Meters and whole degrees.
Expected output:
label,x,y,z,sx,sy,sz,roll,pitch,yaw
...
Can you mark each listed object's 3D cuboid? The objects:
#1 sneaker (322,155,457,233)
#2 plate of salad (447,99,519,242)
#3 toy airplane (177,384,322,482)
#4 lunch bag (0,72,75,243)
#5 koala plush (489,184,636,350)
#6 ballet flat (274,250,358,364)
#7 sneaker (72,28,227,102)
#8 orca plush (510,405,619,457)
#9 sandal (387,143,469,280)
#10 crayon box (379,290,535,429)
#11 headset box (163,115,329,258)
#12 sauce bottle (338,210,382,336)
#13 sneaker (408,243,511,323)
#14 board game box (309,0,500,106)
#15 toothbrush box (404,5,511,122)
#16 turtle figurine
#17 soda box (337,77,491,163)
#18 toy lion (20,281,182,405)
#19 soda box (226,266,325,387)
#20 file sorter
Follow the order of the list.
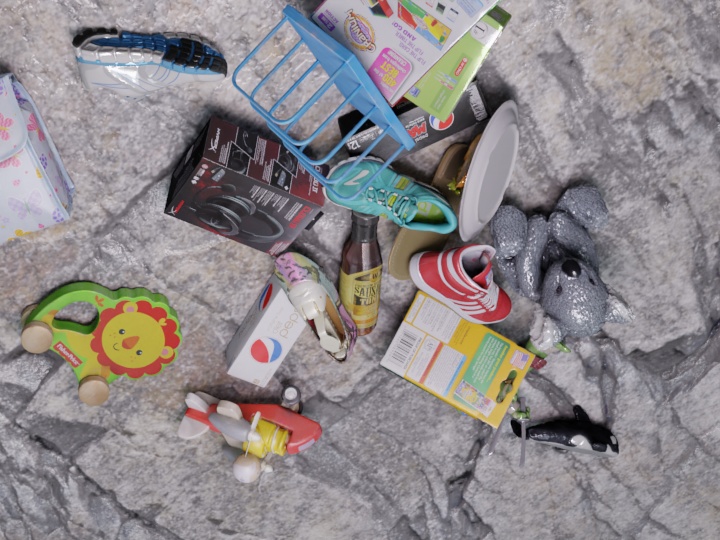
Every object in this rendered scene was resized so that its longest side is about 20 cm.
label,x,y,z,sx,sy,sz,roll,pitch,yaw
sneaker,0.045,-0.098,1.649,0.198,0.080,0.078,14,108,-25
plate of salad,0.168,-0.137,1.682,0.048,0.200,0.202,19,125,19
toy airplane,-0.184,0.253,1.884,0.199,0.143,0.198,23,148,-40
lunch bag,-0.489,-0.140,1.604,0.168,0.127,0.202,-18,117,1
koala plush,0.294,0.017,1.758,0.175,0.201,0.185,-17,139,-9
ballet flat,-0.059,0.059,1.749,0.068,0.072,0.201,-20,129,16
sneaker,-0.271,-0.258,1.598,0.197,0.075,0.087,6,130,-3
orca plush,0.344,0.259,2.040,0.197,0.072,0.105,10,166,-10
sandal,0.094,-0.087,1.763,0.077,0.070,0.213,29,92,-31
crayon box,0.144,0.134,1.836,0.199,0.052,0.127,29,85,10
headset box,-0.146,-0.106,1.673,0.198,0.078,0.149,23,143,-20
sauce bottle,0.000,0.000,1.802,0.065,0.066,0.202,-2,125,-7
sneaker,0.172,0.021,1.735,0.199,0.072,0.112,25,155,-38
board game box,0.058,-0.322,1.484,0.153,0.040,0.200,46,115,-5
toothbrush box,0.068,-0.308,1.556,0.199,0.086,0.146,32,116,0
turtle figurine,0.253,0.190,1.902,0.194,0.200,0.144,-46,127,7
soda box,0.072,-0.206,1.673,0.198,0.071,0.064,-23,123,6
toy lion,-0.370,0.091,1.815,0.191,0.069,0.200,-37,121,7
soda box,-0.126,0.076,1.834,0.068,0.064,0.201,23,117,-22
file sorter,-0.049,-0.201,1.537,0.123,0.139,0.200,-46,144,-2
